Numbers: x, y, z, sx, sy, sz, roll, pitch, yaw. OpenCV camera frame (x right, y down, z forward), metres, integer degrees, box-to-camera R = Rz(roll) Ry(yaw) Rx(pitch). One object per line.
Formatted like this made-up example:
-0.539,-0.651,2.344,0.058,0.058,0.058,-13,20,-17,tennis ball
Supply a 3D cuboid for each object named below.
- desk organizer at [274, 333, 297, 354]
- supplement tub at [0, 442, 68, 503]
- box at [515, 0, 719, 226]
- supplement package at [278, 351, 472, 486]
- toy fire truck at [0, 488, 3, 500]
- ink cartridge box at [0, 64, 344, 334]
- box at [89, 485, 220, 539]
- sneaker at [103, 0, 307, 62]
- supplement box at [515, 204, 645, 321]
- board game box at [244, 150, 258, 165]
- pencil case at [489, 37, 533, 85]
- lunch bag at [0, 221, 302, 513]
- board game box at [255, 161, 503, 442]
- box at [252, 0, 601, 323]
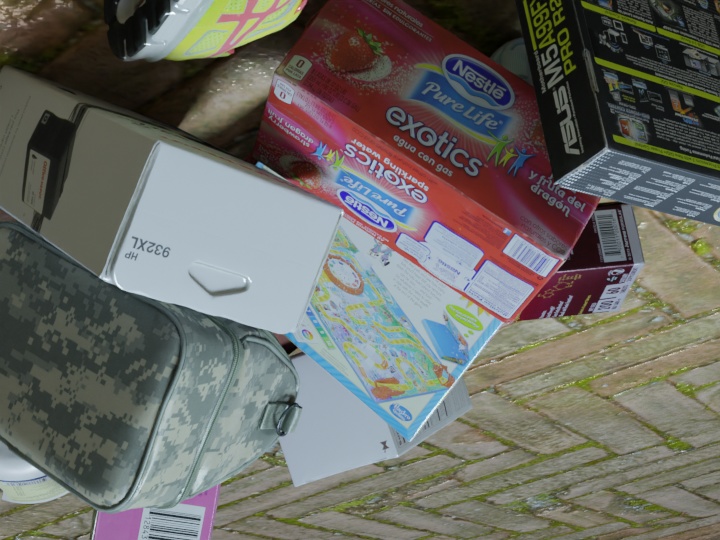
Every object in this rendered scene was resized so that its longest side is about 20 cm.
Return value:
-0.052,0.005,1.043,0.076,0.073,0.200,6,152,-33,desk organizer
-0.302,0.131,1.136,0.143,0.147,0.200,-3,162,-11,supplement tub
0.185,-0.113,0.748,0.198,0.162,0.044,9,152,-34,box
0.009,0.111,1.158,0.113,0.111,0.200,-20,178,24,supplement package
-0.334,0.131,0.807,0.199,0.130,0.175,-36,145,24,toy fire truck
-0.129,-0.046,0.761,0.144,0.085,0.199,19,-174,-43,ink cartridge box
-0.172,0.159,1.077,0.095,0.178,0.200,10,-175,-11,box
-0.052,-0.172,0.666,0.090,0.079,0.199,4,160,-43,sneaker
0.138,0.000,1.101,0.197,0.062,0.109,-5,156,-3,supplement box
-0.006,-0.001,0.913,0.199,0.019,0.104,29,137,11,board game box
0.065,-0.081,0.878,0.091,0.084,0.199,40,135,-20,pencil case
-0.154,0.059,0.834,0.199,0.141,0.167,25,-175,28,lunch bag
0.000,0.000,0.858,0.135,0.200,0.034,-52,172,17,board game box
0.044,-0.072,0.758,0.199,0.096,0.100,33,152,3,box
